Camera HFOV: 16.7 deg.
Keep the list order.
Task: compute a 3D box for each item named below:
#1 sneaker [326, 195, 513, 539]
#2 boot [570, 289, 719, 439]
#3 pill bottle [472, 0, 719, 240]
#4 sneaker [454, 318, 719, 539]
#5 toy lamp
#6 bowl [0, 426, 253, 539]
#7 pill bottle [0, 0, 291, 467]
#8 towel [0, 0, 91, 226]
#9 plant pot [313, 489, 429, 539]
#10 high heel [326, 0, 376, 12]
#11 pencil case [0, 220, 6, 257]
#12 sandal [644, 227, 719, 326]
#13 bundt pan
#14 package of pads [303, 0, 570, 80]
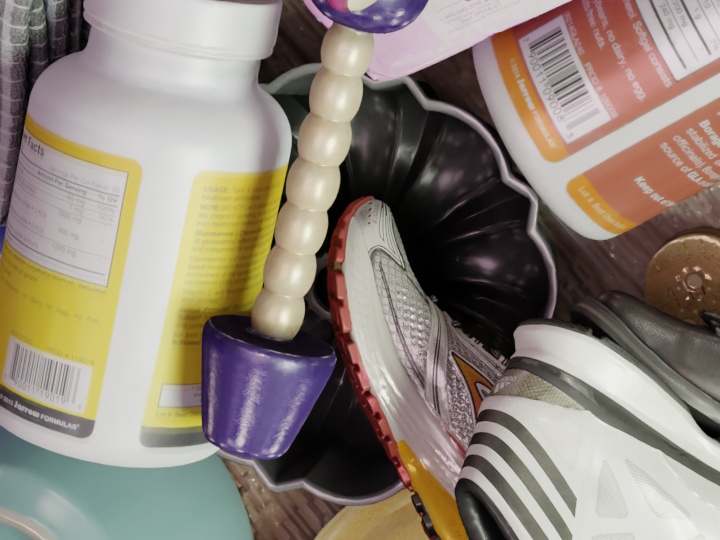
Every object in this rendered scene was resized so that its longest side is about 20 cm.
[{"bbox_3d":[0.046,0.058,1.047,0.082,0.078,0.200,-27,91,-3],"label":"sneaker"},{"bbox_3d":[0.209,0.009,1.039,0.200,0.069,0.174,29,77,5],"label":"boot"},{"bbox_3d":[0.157,-0.104,1.029,0.200,0.112,0.112,-29,92,20],"label":"pill bottle"},{"bbox_3d":[0.118,0.118,0.995,0.200,0.076,0.115,35,72,-16],"label":"sneaker"},{"bbox_3d":[-0.022,-0.022,0.987,0.058,0.058,0.200,20,101,12],"label":"toy lamp"},{"bbox_3d":[-0.161,0.152,1.185,0.201,0.105,0.201,3,101,16],"label":"bowl"},{"bbox_3d":[-0.091,-0.026,1.041,0.112,0.112,0.200,16,106,13],"label":"pill bottle"},{"bbox_3d":[-0.189,-0.127,1.092,0.166,0.086,0.200,30,146,13],"label":"towel"},{"bbox_3d":[0.060,0.185,1.165,0.200,0.027,0.200,4,103,16],"label":"plant pot"},{"bbox_3d":[-0.012,-0.186,0.956,0.096,0.067,0.200,13,62,7],"label":"high heel"},{"bbox_3d":[-0.197,-0.014,1.176,0.200,0.078,0.087,32,135,8],"label":"pencil case"},{"bbox_3d":[0.187,0.081,1.080,0.078,0.070,0.212,-33,91,21],"label":"sandal"},{"bbox_3d":[0.000,0.000,1.117,0.202,0.076,0.202,4,103,17],"label":"bundt pan"},{"bbox_3d":[0.077,-0.161,1.011,0.200,0.121,0.076,-22,120,33],"label":"package of pads"}]
